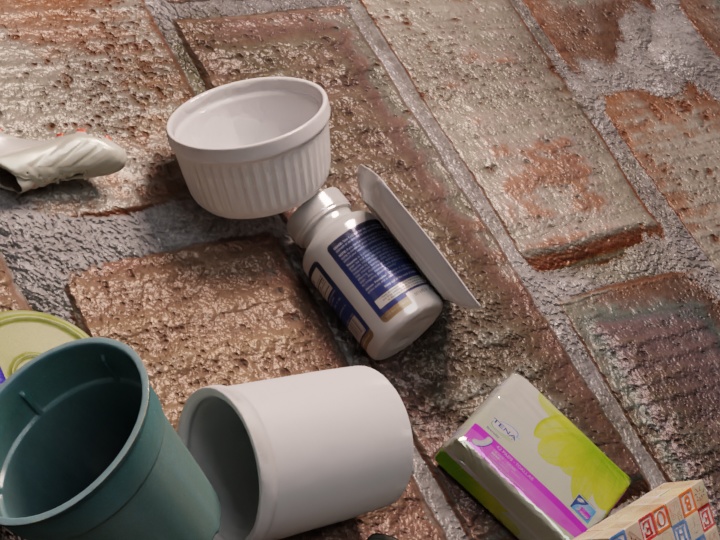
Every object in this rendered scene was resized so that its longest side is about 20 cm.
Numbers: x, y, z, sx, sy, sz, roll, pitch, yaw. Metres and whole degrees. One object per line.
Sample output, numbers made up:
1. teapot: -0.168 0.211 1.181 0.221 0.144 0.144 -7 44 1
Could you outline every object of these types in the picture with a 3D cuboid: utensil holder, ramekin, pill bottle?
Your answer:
1. utensil holder: -0.067 0.192 1.517 0.199 0.170 0.171 -7 58 -36
2. ramekin: -0.128 -0.146 1.753 0.198 0.106 0.201 -8 31 5
3. pill bottle: 0.000 0.000 1.753 0.111 0.111 0.200 -24 68 -41

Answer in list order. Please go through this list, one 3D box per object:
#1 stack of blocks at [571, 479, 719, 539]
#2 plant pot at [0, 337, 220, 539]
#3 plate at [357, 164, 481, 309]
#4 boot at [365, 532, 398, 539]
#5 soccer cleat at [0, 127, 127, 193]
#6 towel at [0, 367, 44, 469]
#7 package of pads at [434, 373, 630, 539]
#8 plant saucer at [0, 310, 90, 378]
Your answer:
1. stack of blocks: 0.337 0.330 1.670 0.199 0.058 0.116 -17 92 -44
2. plant pot: -0.239 0.201 1.359 0.197 0.199 0.201 57 27 -42
3. plate: 0.061 -0.038 1.772 0.200 0.032 0.200 52 0 -11
4. boot: 0.033 0.317 1.474 0.130 0.199 0.068 -18 109 -35
5. soccer cleat: -0.370 -0.122 1.676 0.198 0.069 0.078 4 57 -19
6. towel: -0.412 0.136 1.419 0.147 0.050 0.201 -22 69 -21
7. package of pads: 0.208 0.234 1.709 0.200 0.068 0.154 43 46 7
8. plant saucer: -0.342 0.118 1.514 0.198 0.031 0.201 17 47 -18
